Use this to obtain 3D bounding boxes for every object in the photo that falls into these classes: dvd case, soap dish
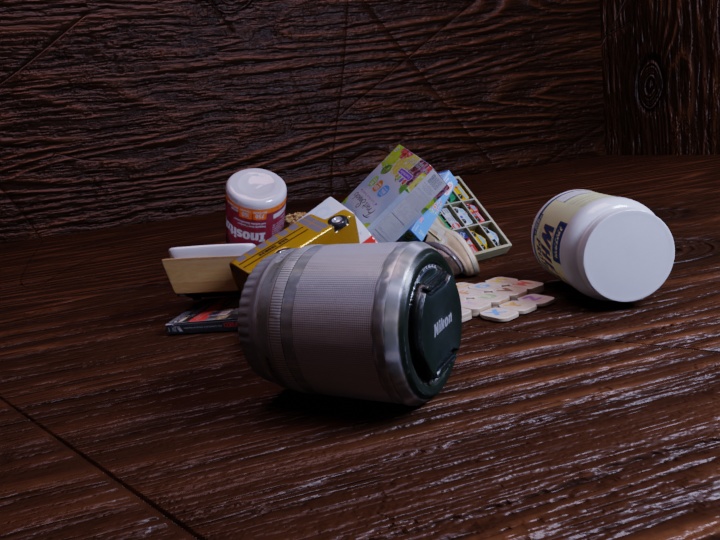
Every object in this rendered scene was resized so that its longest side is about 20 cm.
[{"bbox_3d":[-0.195,0.068,1.023,0.199,0.022,0.146,-6,12,11],"label":"dvd case"},{"bbox_3d":[-0.244,0.005,1.084,0.156,0.082,0.200,-3,-5,-6],"label":"soap dish"}]

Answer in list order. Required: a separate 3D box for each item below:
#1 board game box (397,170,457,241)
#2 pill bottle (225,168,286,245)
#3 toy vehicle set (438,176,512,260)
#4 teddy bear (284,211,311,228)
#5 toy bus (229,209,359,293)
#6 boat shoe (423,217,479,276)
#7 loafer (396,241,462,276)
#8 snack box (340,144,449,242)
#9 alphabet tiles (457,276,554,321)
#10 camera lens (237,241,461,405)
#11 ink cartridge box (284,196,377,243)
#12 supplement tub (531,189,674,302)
[{"bbox_3d":[0.079,-0.113,1.212,0.200,0.037,0.152,-4,47,54],"label":"board game box"},{"bbox_3d":[-0.203,-0.085,1.206,0.112,0.201,0.113,6,43,-5],"label":"pill bottle"},{"bbox_3d":[0.201,-0.105,1.267,0.124,0.027,0.200,-15,59,-31],"label":"toy vehicle set"},{"bbox_3d":[-0.077,-0.069,1.203,0.144,0.067,0.200,19,9,-14],"label":"teddy bear"},{"bbox_3d":[-0.095,-0.027,0.963,0.200,0.065,0.078,-35,41,-29],"label":"toy bus"},{"bbox_3d":[0.146,-0.042,1.164,0.069,0.074,0.200,-29,39,-9],"label":"boat shoe"},{"bbox_3d":[0.093,-0.005,1.119,0.199,0.073,0.071,5,50,46],"label":"loafer"},{"bbox_3d":[0.046,-0.125,1.156,0.200,0.068,0.169,-46,27,5],"label":"snack box"},{"bbox_3d":[0.179,0.042,0.943,0.199,0.015,0.195,-16,15,-33],"label":"alphabet tiles"},{"bbox_3d":[-0.005,0.052,0.651,0.199,0.161,0.160,0,14,30],"label":"camera lens"},{"bbox_3d":[-0.054,-0.027,1.029,0.160,0.047,0.200,-37,42,-14],"label":"ink cartridge box"},{"bbox_3d":[0.344,-0.038,0.905,0.144,0.146,0.200,-7,12,-1],"label":"supplement tub"}]
